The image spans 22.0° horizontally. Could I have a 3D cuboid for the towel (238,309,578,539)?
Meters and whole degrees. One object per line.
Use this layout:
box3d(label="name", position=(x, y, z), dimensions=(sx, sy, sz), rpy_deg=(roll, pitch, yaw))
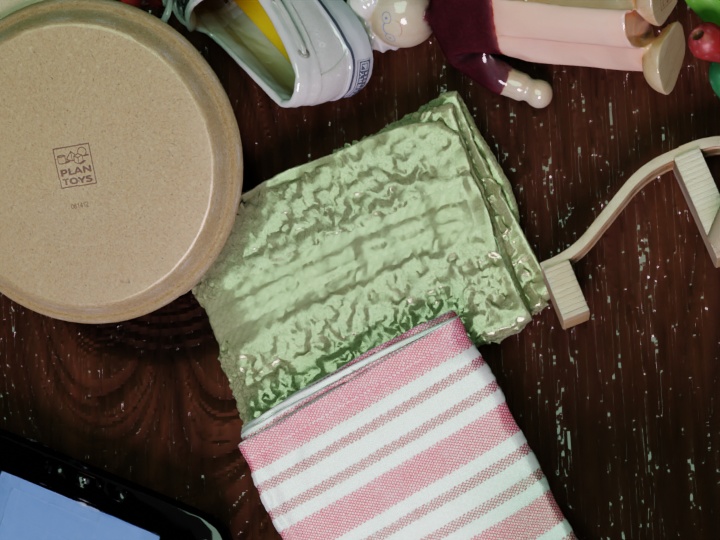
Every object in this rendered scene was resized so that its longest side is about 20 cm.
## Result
box3d(label="towel", position=(0.036, 0.142, 1.011), dimensions=(0.145, 0.030, 0.201), rpy_deg=(-29, 80, 5))

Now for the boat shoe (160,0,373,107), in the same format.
box3d(label="boat shoe", position=(-0.086, -0.166, 1.083), dimensions=(0.202, 0.086, 0.075), rpy_deg=(50, 139, 19))

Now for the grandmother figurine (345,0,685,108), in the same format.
box3d(label="grandmother figurine", position=(0.080, -0.147, 1.044), dimensions=(0.198, 0.060, 0.123), rpy_deg=(5, 112, 30))

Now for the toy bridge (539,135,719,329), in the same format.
box3d(label="toy bridge", position=(0.191, -0.037, 1.018), dimensions=(0.198, 0.027, 0.068), rpy_deg=(-23, 75, 3))

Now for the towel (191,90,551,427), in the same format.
box3d(label="towel", position=(0.000, 0.000, 1.068), dimensions=(0.198, 0.036, 0.150), rpy_deg=(-25, 75, 8))

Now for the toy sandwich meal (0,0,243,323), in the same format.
box3d(label="toy sandwich meal", position=(-0.160, -0.069, 1.068), dimensions=(0.203, 0.070, 0.208), rpy_deg=(2, 102, 8))

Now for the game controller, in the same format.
box3d(label="game controller", position=(-0.169, 0.165, 1.080), dimensions=(0.198, 0.042, 0.105), rpy_deg=(19, 85, 18))

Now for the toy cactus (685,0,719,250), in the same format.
box3d(label="toy cactus", position=(0.240, -0.074, 0.953), dimensions=(0.199, 0.102, 0.166), rpy_deg=(26, 105, -15))

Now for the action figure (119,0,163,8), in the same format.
box3d(label="action figure", position=(-0.191, -0.091, 1.130), dimensions=(0.199, 0.052, 0.066), rpy_deg=(-37, 67, 11))
